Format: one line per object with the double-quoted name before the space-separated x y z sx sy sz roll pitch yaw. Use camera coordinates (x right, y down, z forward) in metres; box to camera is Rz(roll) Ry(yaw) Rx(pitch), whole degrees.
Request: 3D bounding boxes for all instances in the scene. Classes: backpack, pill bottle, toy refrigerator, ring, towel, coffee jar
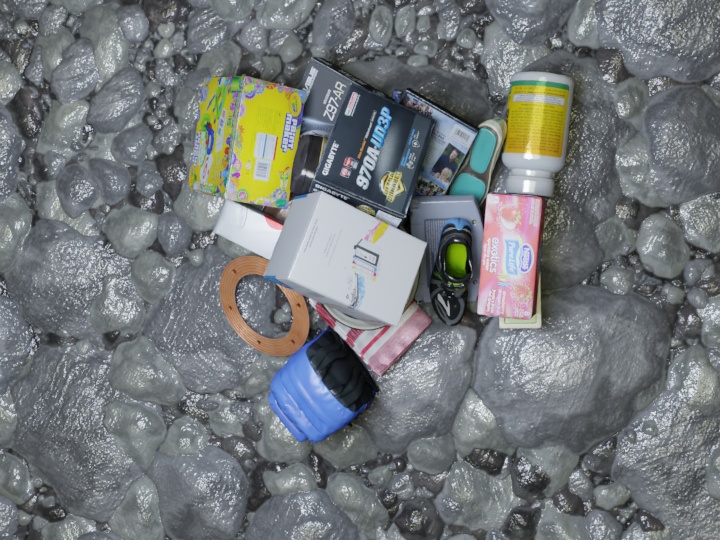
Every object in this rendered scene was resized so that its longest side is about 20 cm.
"backpack" -0.072 0.217 1.643 0.168 0.200 0.163 -44 87 12
"pill bottle" 0.302 -0.231 1.611 0.110 0.113 0.204 6 94 7
"toy refrigerator" 0.278 -0.002 1.648 0.074 0.070 0.204 0 93 8
"ring" -0.172 0.063 1.698 0.197 0.019 0.204 15 123 25
"towel" 0.016 0.070 1.679 0.144 0.023 0.200 -45 98 -9
"coffee jar" -0.016 -0.155 1.556 0.196 0.086 0.106 13 63 -9

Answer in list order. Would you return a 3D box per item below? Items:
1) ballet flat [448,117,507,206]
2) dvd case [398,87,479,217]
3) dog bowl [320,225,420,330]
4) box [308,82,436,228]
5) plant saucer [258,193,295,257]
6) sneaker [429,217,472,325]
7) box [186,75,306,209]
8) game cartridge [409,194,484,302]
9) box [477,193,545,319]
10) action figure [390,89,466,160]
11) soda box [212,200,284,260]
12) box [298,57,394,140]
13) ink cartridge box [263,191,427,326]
"ballet flat" 0.210 -0.178 1.637 0.067 0.062 0.202 34 133 14
"dvd case" 0.098 -0.192 1.607 0.141 0.018 0.202 30 119 3
"dog bowl" 0.000 0.000 1.618 0.196 0.074 0.205 0 90 -21
"box" 0.022 -0.184 1.505 0.157 0.046 0.203 22 62 -5
"plant saucer" -0.094 -0.064 1.714 0.196 0.037 0.205 0 94 7
"sneaker" 0.155 0.011 1.603 0.069 0.083 0.203 5 122 3
"box" -0.202 -0.224 1.626 0.120 0.192 0.204 7 96 -31
"game cartridge" 0.155 -0.038 1.643 0.130 0.041 0.203 1 120 10
"box" 0.254 -0.025 1.569 0.094 0.100 0.204 6 94 15
"action figure" 0.085 -0.215 1.667 0.191 0.104 0.202 29 118 13
"soda box" -0.159 -0.058 1.673 0.197 0.063 0.069 26 96 5
"box" -0.051 -0.243 1.634 0.159 0.043 0.202 32 113 13
"ink cartridge box" -0.025 -0.016 1.490 0.197 0.147 0.147 25 81 -20
